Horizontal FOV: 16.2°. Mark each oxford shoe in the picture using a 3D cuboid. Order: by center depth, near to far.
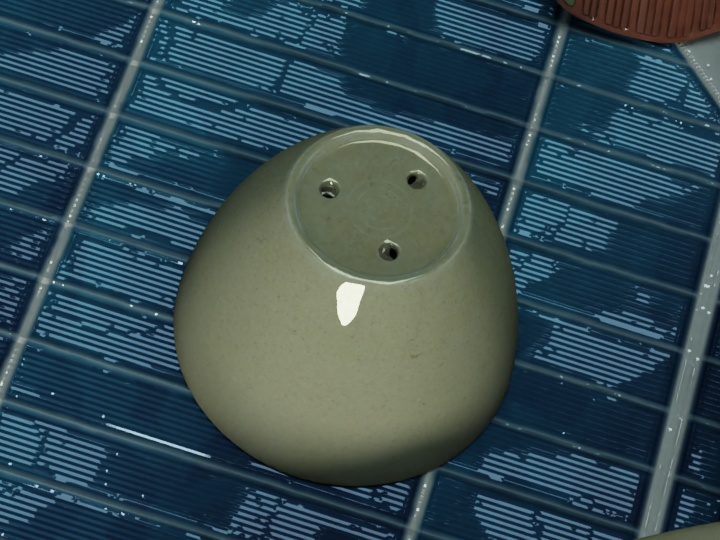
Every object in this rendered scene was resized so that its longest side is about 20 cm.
[{"bbox_3d":[0.213,-0.192,1.603,0.200,0.071,0.074,0,39,-12],"label":"oxford shoe"}]

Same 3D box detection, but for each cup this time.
[{"bbox_3d":[0.000,0.000,1.406,0.200,0.143,0.200,3,60,-6],"label":"cup"}]

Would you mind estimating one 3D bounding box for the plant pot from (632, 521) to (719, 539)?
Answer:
[{"bbox_3d":[0.188,0.206,1.313,0.200,0.187,0.187,3,59,9],"label":"plant pot"}]
